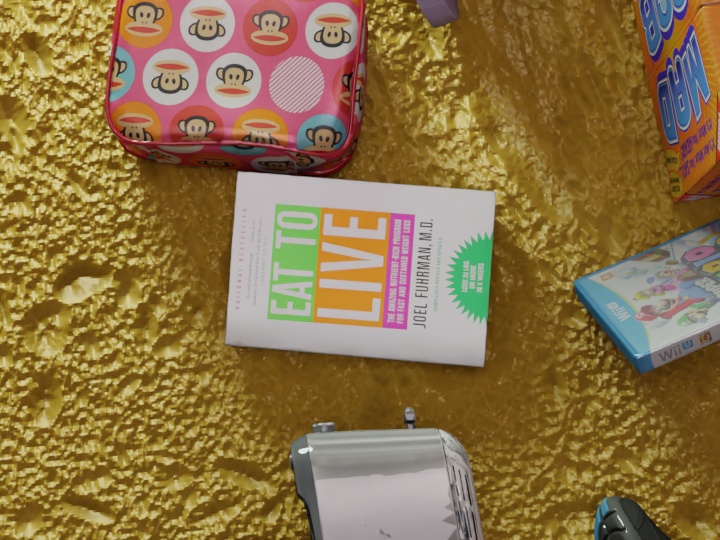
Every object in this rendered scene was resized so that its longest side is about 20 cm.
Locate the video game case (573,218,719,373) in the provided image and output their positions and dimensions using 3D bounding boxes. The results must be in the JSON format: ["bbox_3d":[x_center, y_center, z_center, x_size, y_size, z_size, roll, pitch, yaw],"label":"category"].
[{"bbox_3d":[0.269,0.002,1.178,0.198,0.143,0.018,-23,115,-2],"label":"video game case"}]

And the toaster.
[{"bbox_3d":[0.023,0.204,1.162,0.128,0.114,0.202,-9,80,-3],"label":"toaster"}]

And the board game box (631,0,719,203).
[{"bbox_3d":[0.322,-0.179,1.168,0.198,0.200,0.202,-10,82,-1],"label":"board game box"}]

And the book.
[{"bbox_3d":[0.000,0.000,1.229,0.197,0.048,0.135,4,86,-1],"label":"book"}]

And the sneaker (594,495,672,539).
[{"bbox_3d":[0.244,0.245,1.167,0.081,0.074,0.201,-22,61,-22],"label":"sneaker"}]

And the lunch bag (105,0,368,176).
[{"bbox_3d":[-0.093,-0.169,1.231,0.198,0.082,0.178,5,81,2],"label":"lunch bag"}]

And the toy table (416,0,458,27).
[{"bbox_3d":[0.074,-0.299,1.213,0.116,0.184,0.202,-22,91,14],"label":"toy table"}]
